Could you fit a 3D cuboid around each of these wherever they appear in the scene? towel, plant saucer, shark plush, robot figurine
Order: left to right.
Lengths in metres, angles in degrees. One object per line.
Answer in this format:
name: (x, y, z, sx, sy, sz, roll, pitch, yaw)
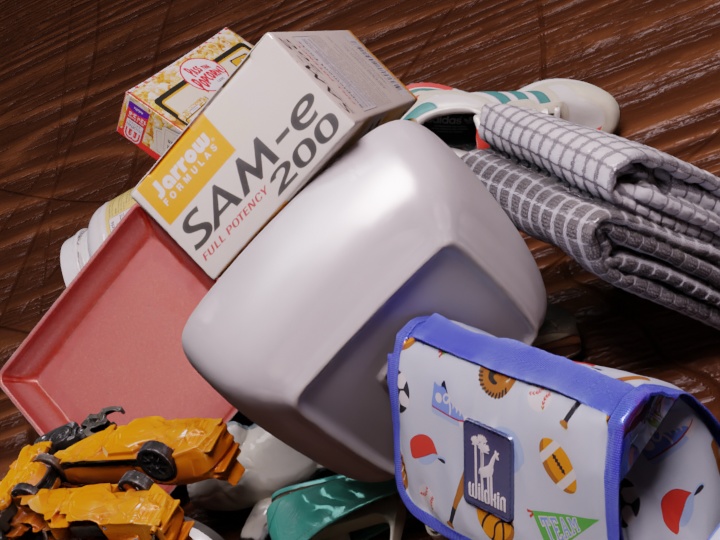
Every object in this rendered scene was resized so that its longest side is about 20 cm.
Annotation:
robot figurine: (-0.184, 0.158, 0.821, 0.197, 0.059, 0.146, -10, 32, 33)
plant saucer: (-0.178, 0.080, 0.969, 0.199, 0.037, 0.201, 41, 93, 25)
shark plush: (-0.050, 0.117, 0.891, 0.200, 0.091, 0.083, -42, 2, -1)
towel: (0.179, -0.031, 0.771, 0.165, 0.198, 0.087, 34, 103, 60)

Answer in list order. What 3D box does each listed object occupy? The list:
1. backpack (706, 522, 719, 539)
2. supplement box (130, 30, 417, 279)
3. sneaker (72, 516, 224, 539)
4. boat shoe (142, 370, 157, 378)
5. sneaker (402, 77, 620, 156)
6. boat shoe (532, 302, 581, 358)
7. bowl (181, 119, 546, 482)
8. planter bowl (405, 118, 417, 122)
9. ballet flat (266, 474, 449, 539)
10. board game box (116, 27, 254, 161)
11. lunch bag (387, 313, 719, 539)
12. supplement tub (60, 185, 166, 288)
backpack: (0.218, 0.157, 0.501, 0.152, 0.202, 0.191, 4, 42, 37)
supplement box: (-0.044, -0.080, 0.735, 0.126, 0.074, 0.200, -46, -1, 18)
sneaker: (-0.183, 0.239, 0.830, 0.198, 0.084, 0.121, -16, 32, 39)
boat shoe: (-0.158, 0.090, 1.019, 0.200, 0.061, 0.072, -35, 33, 0)
sneaker: (0.121, -0.114, 0.971, 0.196, 0.071, 0.094, 1, 27, 0)
boat shoe: (0.060, 0.077, 0.837, 0.197, 0.075, 0.076, -14, 21, 0)
bowl: (0.018, 0.035, 0.691, 0.200, 0.200, 0.075, -45, 45, 2)
planter bowl: (0.000, 0.000, 0.795, 0.201, 0.083, 0.201, -48, 10, 12)
ballet flat: (0.029, 0.156, 0.783, 0.198, 0.067, 0.071, -24, 58, 16)
board game box: (-0.083, -0.113, 1.005, 0.152, 0.199, 0.047, -45, -13, -46)
lunch bag: (0.113, 0.115, 0.623, 0.124, 0.201, 0.169, -47, 36, -21)
supplement tub: (-0.160, -0.020, 1.084, 0.198, 0.146, 0.146, -28, 33, 10)
